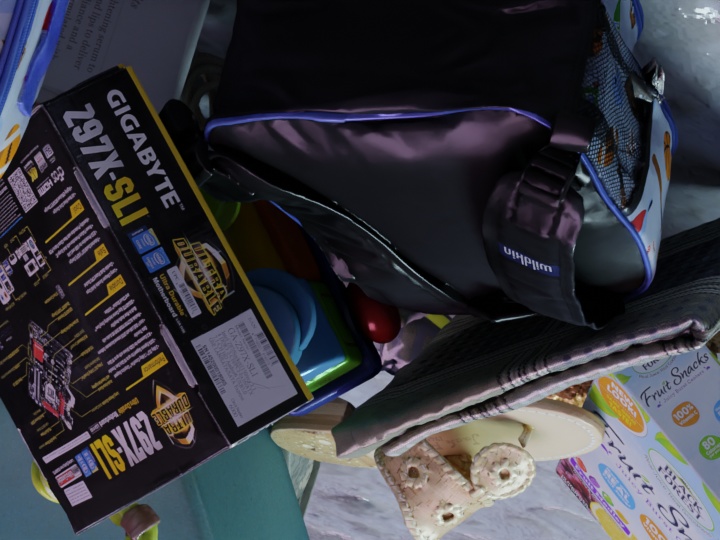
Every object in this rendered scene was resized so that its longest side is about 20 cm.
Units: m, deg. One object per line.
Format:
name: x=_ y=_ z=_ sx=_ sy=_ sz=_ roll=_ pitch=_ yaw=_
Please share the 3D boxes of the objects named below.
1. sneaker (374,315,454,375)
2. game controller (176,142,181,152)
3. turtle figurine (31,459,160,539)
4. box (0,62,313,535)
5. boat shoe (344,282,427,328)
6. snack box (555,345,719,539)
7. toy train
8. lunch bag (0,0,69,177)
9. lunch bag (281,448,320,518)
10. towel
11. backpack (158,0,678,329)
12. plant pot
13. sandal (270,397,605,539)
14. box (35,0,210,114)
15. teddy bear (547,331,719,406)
sneaker: x=-0.009 y=0.026 z=1.448 sx=0.200 sy=0.081 sz=0.074 roll=40 pitch=166 yaw=-7
game controller: x=-0.113 y=-0.027 z=1.410 sx=0.199 sy=0.105 sz=0.042 roll=12 pitch=-166 yaw=28
turtle figurine: x=-0.118 y=0.085 z=1.343 sx=0.064 sy=0.201 sz=0.161 roll=-18 pitch=165 yaw=-39
box: x=-0.113 y=0.018 z=1.191 sx=0.160 sy=0.049 sz=0.200 roll=59 pitch=151 yaw=2
boat shoe: x=0.000 y=0.000 z=1.327 sx=0.199 sy=0.069 sz=0.071 roll=-22 pitch=124 yaw=-10
snack box: x=0.171 y=0.115 z=1.408 sx=0.142 sy=0.053 sz=0.200 roll=50 pitch=165 yaw=13
toy train: x=-0.064 y=-0.034 z=1.247 sx=0.084 sy=0.201 sz=0.116 roll=-28 pitch=171 yaw=10
lunch bag: x=-0.183 y=-0.133 z=1.095 sx=0.159 sy=0.201 sz=0.076 roll=15 pitch=171 yaw=10
lunch bag: x=-0.101 y=0.044 z=1.565 sx=0.163 sy=0.118 sz=0.201 roll=12 pitch=145 yaw=9
towel: x=0.102 y=0.031 z=1.287 sx=0.199 sy=0.192 sz=0.035 roll=-20 pitch=99 yaw=27
backpack: x=0.045 y=-0.058 z=1.174 sx=0.199 sy=0.155 sz=0.191 roll=7 pitch=152 yaw=27
plant pot: x=-0.118 y=0.120 z=1.467 sx=0.140 sy=0.141 sz=0.201 roll=-6 pitch=109 yaw=17
sandal: x=0.034 y=0.108 z=1.423 sx=0.211 sy=0.070 sz=0.078 roll=-1 pitch=154 yaw=41
box: x=-0.184 y=-0.118 z=1.246 sx=0.199 sy=0.107 sz=0.152 roll=22 pitch=157 yaw=-15
teddy bear: x=0.122 y=0.039 z=1.475 sx=0.144 sy=0.067 sz=0.200 roll=13 pitch=159 yaw=2
